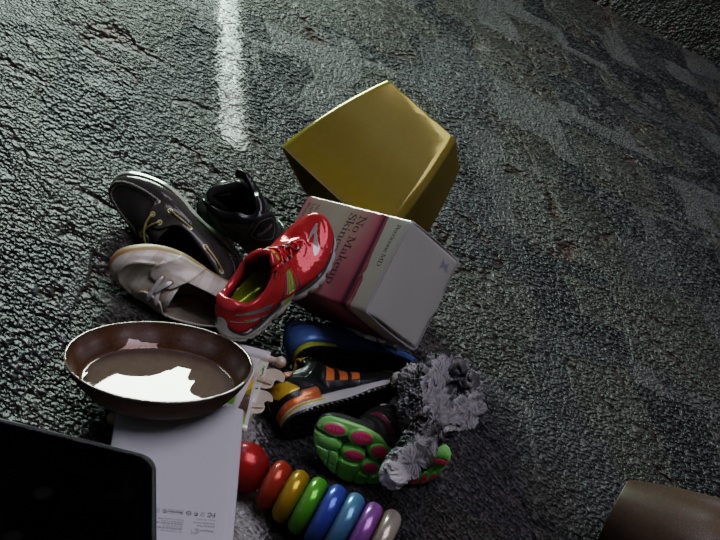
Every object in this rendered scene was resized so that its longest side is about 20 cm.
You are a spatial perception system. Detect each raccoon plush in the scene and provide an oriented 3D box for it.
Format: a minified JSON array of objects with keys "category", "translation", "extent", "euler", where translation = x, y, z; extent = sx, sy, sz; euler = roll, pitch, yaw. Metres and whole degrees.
[{"category":"raccoon plush","translation":[0.050,0.164,1.402],"extent":[0.199,0.134,0.098],"euler":[-35,94,-33]}]

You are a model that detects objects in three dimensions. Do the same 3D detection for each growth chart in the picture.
[{"category":"growth chart","translation":[-0.169,0.131,1.362],"extent":[0.143,0.018,0.200],"euler":[21,34,9]}]

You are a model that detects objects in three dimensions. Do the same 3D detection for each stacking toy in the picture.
[{"category":"stacking toy","translation":[-0.059,0.243,1.301],"extent":[0.198,0.086,0.086],"euler":[31,30,3]}]

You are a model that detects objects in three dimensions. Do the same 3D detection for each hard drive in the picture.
[{"category":"hard drive","translation":[-0.186,0.212,1.218],"extent":[0.130,0.027,0.202],"euler":[6,42,-6]}]

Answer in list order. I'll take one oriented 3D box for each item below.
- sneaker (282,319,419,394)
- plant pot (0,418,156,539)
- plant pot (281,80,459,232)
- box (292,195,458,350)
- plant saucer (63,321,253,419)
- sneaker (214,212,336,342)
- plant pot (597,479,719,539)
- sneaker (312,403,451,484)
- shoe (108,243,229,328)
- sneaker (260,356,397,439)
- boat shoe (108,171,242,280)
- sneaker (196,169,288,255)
[{"category":"sneaker","translation":[-0.007,0.101,1.562],"extent":[0.198,0.066,0.079],"euler":[15,31,-29]},{"category":"plant pot","translation":[-0.284,0.255,0.969],"extent":[0.198,0.178,0.201],"euler":[19,33,-24]},{"category":"plant pot","translation":[0.031,-0.143,1.749],"extent":[0.200,0.177,0.200],"euler":[41,-6,15]},{"category":"box","translation":[0.000,0.000,1.542],"extent":[0.199,0.129,0.109],"euler":[15,-17,47]},{"category":"plant saucer","translation":[-0.212,0.107,1.304],"extent":[0.197,0.035,0.201],"euler":[8,20,-3]},{"category":"sneaker","translation":[-0.096,-0.002,1.451],"extent":[0.076,0.085,0.200],"euler":[28,59,21]},{"category":"plant pot","translation":[0.395,0.346,1.511],"extent":[0.198,0.189,0.186],"euler":[26,27,19]},{"category":"sneaker","translation":[0.016,0.199,1.447],"extent":[0.198,0.077,0.084],"euler":[20,25,-41]},{"category":"shoe","translation":[-0.204,0.025,1.475],"extent":[0.198,0.070,0.054],"euler":[22,24,-24]},{"category":"sneaker","translation":[-0.036,0.134,1.481],"extent":[0.198,0.070,0.090],"euler":[-9,53,-47]},{"category":"boat shoe","translation":[-0.237,-0.049,1.548],"extent":[0.200,0.072,0.061],"euler":[37,26,1]},{"category":"sneaker","translation":[-0.166,-0.086,1.586],"extent":[0.199,0.076,0.115],"euler":[35,-21,54]}]
